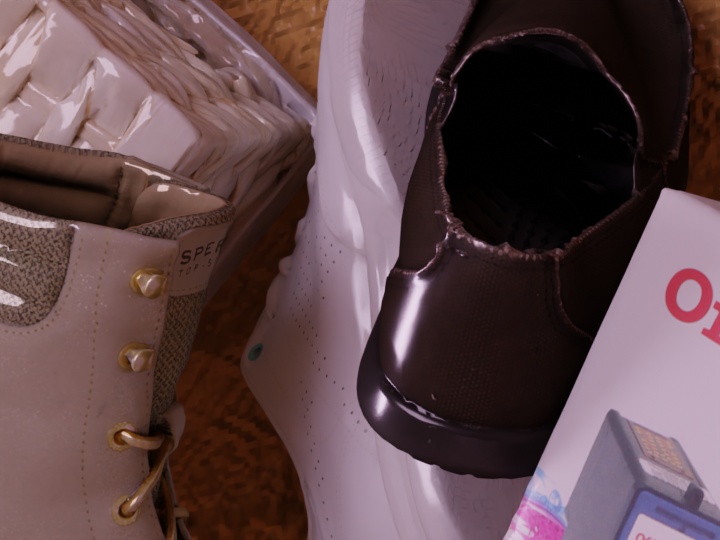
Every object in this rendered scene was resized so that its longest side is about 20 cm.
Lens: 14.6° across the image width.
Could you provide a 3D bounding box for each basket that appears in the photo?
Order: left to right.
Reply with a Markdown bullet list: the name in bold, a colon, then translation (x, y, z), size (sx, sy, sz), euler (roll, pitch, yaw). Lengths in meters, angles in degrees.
- **basket**: translation (-0.126, -0.008, 0.816), size (0.136, 0.123, 0.200), euler (41, 102, 5)

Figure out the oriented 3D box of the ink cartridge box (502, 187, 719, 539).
- **ink cartridge box**: translation (0.100, 0.101, 0.635), size (0.145, 0.087, 0.200), euler (35, 105, 41)

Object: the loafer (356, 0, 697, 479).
- **loafer**: translation (0.052, -0.034, 0.708), size (0.200, 0.073, 0.071), euler (-75, -1, -50)

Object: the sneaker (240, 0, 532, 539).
- **sneaker**: translation (0.000, 0.000, 0.788), size (0.088, 0.075, 0.200), euler (-24, 60, 42)

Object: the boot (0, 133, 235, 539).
- **boot**: translation (-0.054, 0.056, 0.722), size (0.200, 0.072, 0.155), euler (20, 107, -2)
